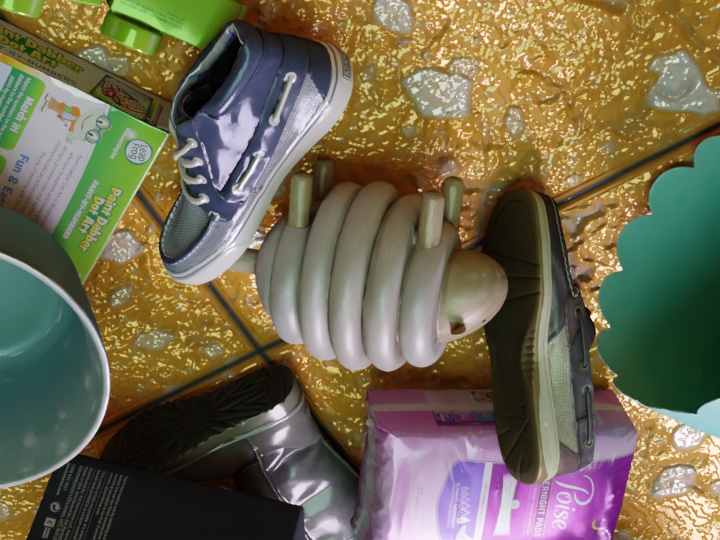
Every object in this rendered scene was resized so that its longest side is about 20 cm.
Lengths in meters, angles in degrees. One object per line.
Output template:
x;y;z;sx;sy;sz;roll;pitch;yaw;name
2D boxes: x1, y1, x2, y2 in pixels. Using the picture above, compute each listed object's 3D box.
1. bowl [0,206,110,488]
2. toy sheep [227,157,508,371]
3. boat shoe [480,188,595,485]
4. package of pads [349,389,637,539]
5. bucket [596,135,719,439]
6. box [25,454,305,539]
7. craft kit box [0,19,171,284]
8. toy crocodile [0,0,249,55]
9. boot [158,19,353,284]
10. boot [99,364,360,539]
-0.256;0.035;1.046;0.199;0.105;0.202;0;124;-1;bowl
0.000;0.000;1.066;0.199;0.138;0.139;10;126;18;toy sheep
0.127;0.044;1.108;0.066;0.072;0.202;-5;94;-31;boat shoe
0.094;0.151;1.178;0.199;0.076;0.121;1;117;-13;package of pads
0.267;0.025;1.044;0.134;0.208;0.207;30;119;-29;bucket
-0.137;0.237;1.175;0.181;0.105;0.200;13;148;7;box
-0.253;-0.067;1.064;0.197;0.049;0.200;27;120;-15;craft kit box
-0.165;-0.181;0.980;0.199;0.062;0.068;16;104;-18;toy crocodile
-0.095;-0.075;1.025;0.090;0.073;0.200;13;125;-41;boot
-0.077;0.178;1.226;0.181;0.073;0.200;-18;129;13;boot
